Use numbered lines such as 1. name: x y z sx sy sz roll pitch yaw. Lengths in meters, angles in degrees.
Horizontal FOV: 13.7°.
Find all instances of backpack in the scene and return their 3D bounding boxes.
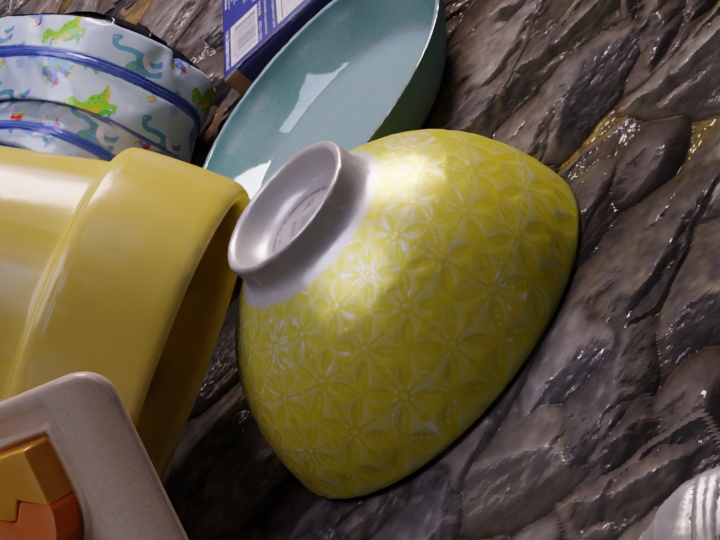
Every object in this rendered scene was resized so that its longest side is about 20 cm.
1. backpack: -0.180 -0.096 1.887 0.200 0.163 0.154 -17 48 41

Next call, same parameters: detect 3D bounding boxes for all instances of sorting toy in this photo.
1. sorting toy: -0.155 0.156 1.436 0.200 0.186 0.036 -22 4 44

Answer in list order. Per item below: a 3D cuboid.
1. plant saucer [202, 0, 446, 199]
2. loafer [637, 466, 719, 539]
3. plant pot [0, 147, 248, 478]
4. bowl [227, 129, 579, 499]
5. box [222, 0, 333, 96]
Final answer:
1. plant saucer: -0.015 -0.085 1.706 0.200 0.036 0.200 -40 25 23
2. loafer: 0.118 0.156 1.092 0.070 0.070 0.200 -40 18 34
3. plant pot: -0.178 0.020 1.538 0.201 0.188 0.201 20 -90 -86
4. bowl: 0.000 0.000 1.468 0.200 0.108 0.200 -39 27 24
5. box: -0.008 -0.202 1.864 0.200 0.032 0.121 -42 25 22
